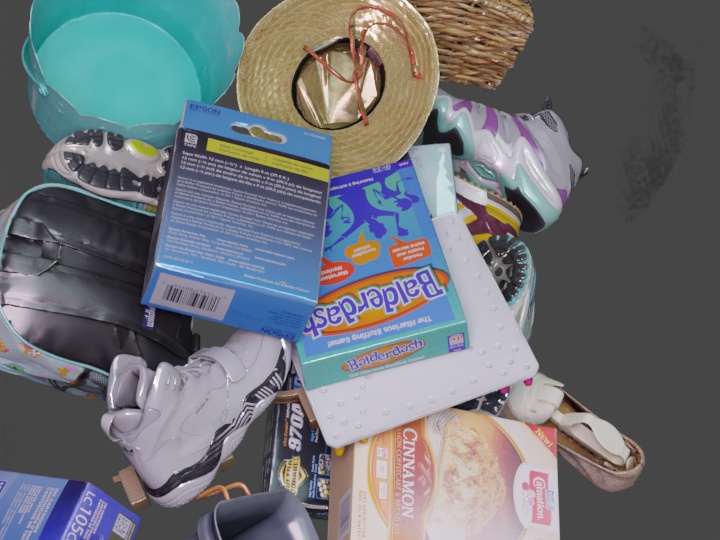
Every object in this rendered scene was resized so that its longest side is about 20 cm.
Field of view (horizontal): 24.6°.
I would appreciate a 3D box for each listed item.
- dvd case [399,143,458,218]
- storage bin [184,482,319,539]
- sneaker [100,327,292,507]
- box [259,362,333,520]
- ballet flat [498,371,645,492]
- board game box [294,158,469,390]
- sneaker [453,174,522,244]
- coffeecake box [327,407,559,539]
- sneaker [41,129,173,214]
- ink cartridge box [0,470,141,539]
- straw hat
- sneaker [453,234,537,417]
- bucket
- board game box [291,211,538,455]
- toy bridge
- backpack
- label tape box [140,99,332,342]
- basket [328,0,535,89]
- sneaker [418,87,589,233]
[{"bbox_3d":[0.026,-0.022,1.578,0.145,0.022,0.201,-4,74,-3],"label":"dvd case"},{"bbox_3d":[-0.124,0.266,1.399,0.134,0.200,0.146,-27,79,15],"label":"storage bin"},{"bbox_3d":[-0.139,0.092,1.400,0.200,0.075,0.115,-56,130,-25],"label":"sneaker"},{"bbox_3d":[-0.009,0.138,1.567,0.158,0.046,0.201,9,69,-15],"label":"box"},{"bbox_3d":[0.198,0.143,1.621,0.200,0.067,0.068,33,64,-5],"label":"ballet flat"},{"bbox_3d":[0.000,0.000,1.496,0.152,0.045,0.200,-15,53,-4],"label":"board game box"},{"bbox_3d":[0.066,-0.051,1.643,0.199,0.075,0.090,20,61,-9],"label":"sneaker"},{"bbox_3d":[0.076,0.207,1.490,0.199,0.073,0.154,13,55,-15],"label":"coffeecake box"},{"bbox_3d":[-0.199,-0.077,1.528,0.199,0.080,0.078,19,62,-27],"label":"sneaker"},{"bbox_3d":[-0.272,0.243,1.360,0.076,0.199,0.137,45,57,-41],"label":"ink cartridge box"},{"bbox_3d":[-0.022,-0.177,1.600,0.200,0.085,0.202,0,87,-4],"label":"straw hat"},{"bbox_3d":[0.136,0.072,1.595,0.077,0.086,0.201,12,79,28],"label":"sneaker"},{"bbox_3d":[-0.223,-0.200,1.567,0.206,0.135,0.208,6,69,-17],"label":"bucket"},{"bbox_3d":[0.033,0.055,1.496,0.199,0.026,0.200,-19,53,-8],"label":"board game box"},{"bbox_3d":[-0.134,0.150,1.505,0.199,0.027,0.067,-24,68,-6],"label":"toy bridge"},{"bbox_3d":[-0.254,0.022,1.461,0.200,0.153,0.176,24,65,-37],"label":"backpack"},{"bbox_3d":[-0.105,-0.047,1.449,0.143,0.066,0.201,14,48,-11],"label":"label tape box"},{"bbox_3d":[0.069,-0.293,1.678,0.199,0.143,0.149,7,58,-14],"label":"basket"},{"bbox_3d":[0.151,-0.147,1.711,0.200,0.078,0.140,44,59,-4],"label":"sneaker"}]
